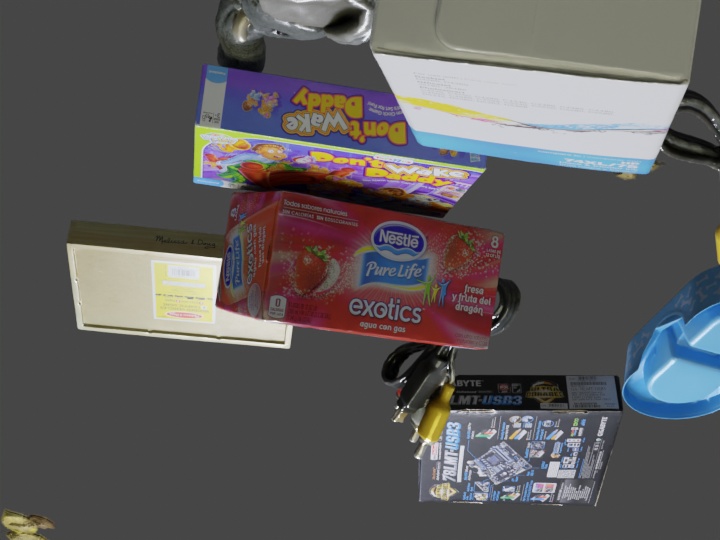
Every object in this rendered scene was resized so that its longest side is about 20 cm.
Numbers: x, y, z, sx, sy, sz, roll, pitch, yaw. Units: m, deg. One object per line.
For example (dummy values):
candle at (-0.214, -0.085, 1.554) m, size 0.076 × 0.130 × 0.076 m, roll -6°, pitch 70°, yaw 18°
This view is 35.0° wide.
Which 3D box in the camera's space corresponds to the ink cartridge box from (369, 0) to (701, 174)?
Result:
ink cartridge box at (0.098, -0.148, 0.595) m, size 0.145 × 0.148 × 0.200 m, roll 9°, pitch 176°, yaw 10°

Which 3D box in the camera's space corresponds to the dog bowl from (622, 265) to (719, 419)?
dog bowl at (0.317, 0.064, 1.042) m, size 0.111 × 0.050 × 0.200 m, roll 15°, pitch 140°, yaw -16°

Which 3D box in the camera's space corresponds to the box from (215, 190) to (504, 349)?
box at (0.000, 0.000, 0.882) m, size 0.198 × 0.096 × 0.099 m, roll 9°, pitch 179°, yaw -28°

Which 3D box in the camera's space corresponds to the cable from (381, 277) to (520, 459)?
cable at (0.084, 0.075, 1.061) m, size 0.050 × 0.097 × 0.201 m, roll 18°, pitch 119°, yaw -35°

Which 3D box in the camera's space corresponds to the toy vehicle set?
toy vehicle set at (-0.155, 0.015, 1.016) m, size 0.198 × 0.027 × 0.125 m, roll 6°, pitch 141°, yaw -5°

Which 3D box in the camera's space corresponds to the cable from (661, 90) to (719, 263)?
cable at (0.293, -0.068, 0.867) m, size 0.097 × 0.051 × 0.200 m, roll -26°, pitch 134°, yaw 22°

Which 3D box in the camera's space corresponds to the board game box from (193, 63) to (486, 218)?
board game box at (-0.020, -0.089, 0.827) m, size 0.198 × 0.045 × 0.134 m, roll 8°, pitch 167°, yaw -7°

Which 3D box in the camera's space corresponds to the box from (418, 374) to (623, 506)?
box at (0.160, 0.180, 1.192) m, size 0.196 × 0.050 × 0.201 m, roll 1°, pitch 141°, yaw 3°

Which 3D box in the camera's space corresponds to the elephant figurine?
elephant figurine at (-0.038, -0.196, 0.695) m, size 0.142 × 0.155 × 0.200 m, roll -50°, pitch 145°, yaw -6°
